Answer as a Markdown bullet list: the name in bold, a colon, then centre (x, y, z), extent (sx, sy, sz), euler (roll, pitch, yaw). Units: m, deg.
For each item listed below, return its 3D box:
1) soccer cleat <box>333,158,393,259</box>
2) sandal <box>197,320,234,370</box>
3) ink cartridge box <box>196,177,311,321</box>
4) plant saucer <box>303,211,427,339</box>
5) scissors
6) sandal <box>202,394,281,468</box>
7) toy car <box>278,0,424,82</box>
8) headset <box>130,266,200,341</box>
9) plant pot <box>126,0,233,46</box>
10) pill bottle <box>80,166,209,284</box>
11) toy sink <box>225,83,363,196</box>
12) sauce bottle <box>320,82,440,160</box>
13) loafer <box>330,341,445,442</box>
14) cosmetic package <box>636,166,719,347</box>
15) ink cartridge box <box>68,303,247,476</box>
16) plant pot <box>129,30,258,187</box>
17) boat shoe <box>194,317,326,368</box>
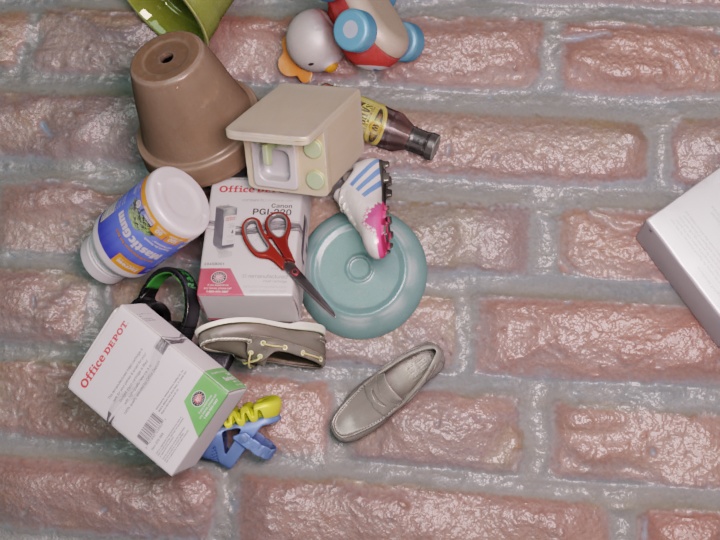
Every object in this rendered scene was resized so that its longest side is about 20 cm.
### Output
- **soccer cleat**: centre (0.003, -0.087, 1.649), extent (0.085, 0.070, 0.201), euler (-6, 42, 7)
- **sandal**: centre (-0.187, 0.080, 1.680), extent (0.076, 0.043, 0.201), euler (32, 80, 19)
- **ink cartridge box**: centre (-0.153, -0.034, 1.653), extent (0.144, 0.085, 0.202), euler (0, 60, 6)
- **plant saucer**: centre (0.000, 0.000, 1.679), extent (0.198, 0.036, 0.202), euler (-1, 78, 6)
- **scissors**: centre (-0.104, -0.001, 1.579), extent (0.073, 0.014, 0.201), euler (-22, 64, -11)
- **sandal**: centre (-0.200, 0.248, 1.633), extent (0.198, 0.079, 0.088), euler (-16, 94, 8)
- **toy car**: centre (-0.040, -0.348, 1.712), extent (0.199, 0.184, 0.178), euler (-36, 76, 28)
- **headset**: centre (-0.307, 0.089, 1.651), extent (0.123, 0.093, 0.201), euler (39, 111, 40)
- **plant pot**: centre (-0.250, -0.469, 1.741), extent (0.199, 0.200, 0.190), euler (36, 71, 12)
- **pill bottle**: centre (-0.322, -0.058, 1.653), extent (0.199, 0.112, 0.113), euler (-32, 74, 34)
- **toy sink**: centre (-0.090, -0.180, 1.619), extent (0.129, 0.200, 0.113), euler (7, 120, 19)
- **sauce bottle**: centre (0.024, -0.223, 1.706), extent (0.198, 0.066, 0.067), euler (21, 81, 11)
- **loafer**: centre (0.036, 0.171, 1.622), extent (0.200, 0.070, 0.070), euler (-41, 77, -3)
- **cosmetic package**: centre (0.530, -0.035, 1.582), extent (0.199, 0.123, 0.200), euler (-34, 77, -3)
- **ink cartridge box**: centre (-0.281, 0.160, 1.561), extent (0.199, 0.084, 0.147), euler (38, 99, 12)
- **plant pot**: centre (-0.256, -0.251, 1.656), extent (0.198, 0.175, 0.202), euler (-9, 51, 11)
- **boat shoe**: centre (-0.139, 0.107, 1.615), extent (0.200, 0.072, 0.061), euler (5, 66, -28)
